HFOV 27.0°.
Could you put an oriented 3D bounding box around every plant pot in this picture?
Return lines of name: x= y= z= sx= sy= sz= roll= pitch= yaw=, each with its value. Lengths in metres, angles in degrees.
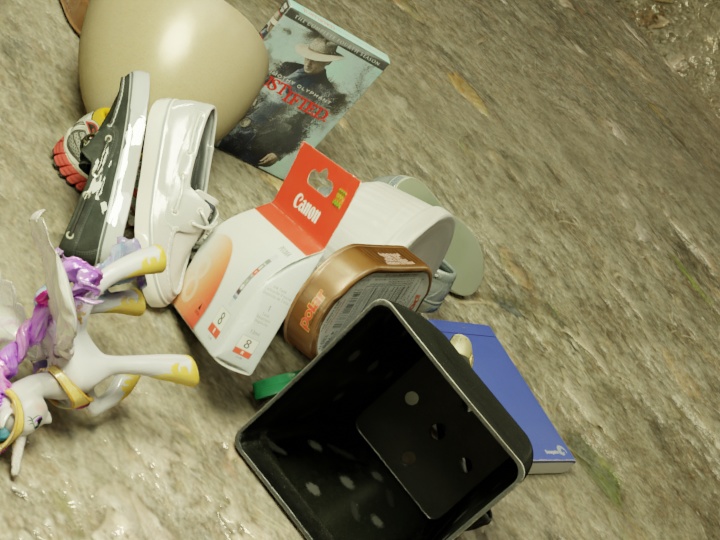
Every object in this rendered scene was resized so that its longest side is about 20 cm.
plant pot: x=0.043 y=0.160 z=1.379 sx=0.200 sy=0.200 sz=0.177 roll=50 pitch=17 yaw=14
plant pot: x=-0.208 y=-0.186 z=1.544 sx=0.200 sy=0.200 sz=0.135 roll=31 pitch=57 yaw=-23

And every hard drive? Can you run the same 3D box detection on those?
hard drive: x=0.155 y=0.144 z=1.718 sx=0.132 sy=0.025 sz=0.200 roll=8 pitch=43 yaw=-50

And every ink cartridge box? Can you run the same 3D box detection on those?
ink cartridge box: x=-0.091 y=-0.022 z=1.371 sx=0.050 sy=0.200 sz=0.162 roll=25 pitch=7 yaw=-27

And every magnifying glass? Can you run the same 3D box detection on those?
magnifying glass: x=-0.016 y=0.098 z=1.454 sx=0.200 sy=0.080 sz=0.022 roll=-12 pitch=84 yaw=-38

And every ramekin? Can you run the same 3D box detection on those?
ramekin: x=0.000 y=0.000 z=1.536 sx=0.094 sy=0.203 sz=0.202 roll=37 pitch=25 yaw=15

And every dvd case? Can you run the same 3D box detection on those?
dvd case: x=-0.084 y=-0.199 z=1.690 sx=0.146 sy=0.200 sz=0.022 roll=26 pitch=32 yaw=-33

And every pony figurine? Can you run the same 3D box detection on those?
pony figurine: x=-0.237 y=0.043 z=1.187 sx=0.200 sy=0.166 sz=0.193 roll=-22 pitch=101 yaw=-46

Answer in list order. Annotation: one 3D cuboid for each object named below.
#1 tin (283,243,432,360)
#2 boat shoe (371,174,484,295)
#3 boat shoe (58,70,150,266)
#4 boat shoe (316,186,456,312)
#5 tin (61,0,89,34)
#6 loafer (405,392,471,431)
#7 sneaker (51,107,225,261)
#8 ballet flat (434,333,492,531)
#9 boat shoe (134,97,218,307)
tin: x=0.001 y=0.032 z=1.385 sx=0.042 sy=0.112 sz=0.200 roll=41 pitch=18 yaw=21
boat shoe: x=0.080 y=-0.048 z=1.829 sx=0.071 sy=0.070 sz=0.201 roll=20 pitch=-24 yaw=52
boat shoe: x=-0.236 y=-0.099 z=1.400 sx=0.057 sy=0.069 sz=0.200 roll=12 pitch=71 yaw=-11
boat shoe: x=0.029 y=-0.040 z=1.733 sx=0.201 sy=0.072 sz=0.070 roll=42 pitch=26 yaw=10
tin: x=-0.298 y=-0.321 z=1.740 sx=0.112 sy=0.042 sz=0.200 roll=9 pitch=42 yaw=-41
loafer: x=0.070 y=0.119 z=1.584 sx=0.200 sy=0.072 sz=0.063 roll=46 pitch=5 yaw=-31
sneaker: x=-0.205 y=-0.083 z=1.486 sx=0.200 sy=0.082 sz=0.078 roll=36 pitch=28 yaw=-17
ballet flat: x=0.106 y=0.162 z=1.505 sx=0.066 sy=0.057 sz=0.200 roll=39 pitch=48 yaw=-64
boat shoe: x=-0.168 y=-0.064 z=1.422 sx=0.072 sy=0.068 sz=0.200 roll=52 pitch=41 yaw=-71
